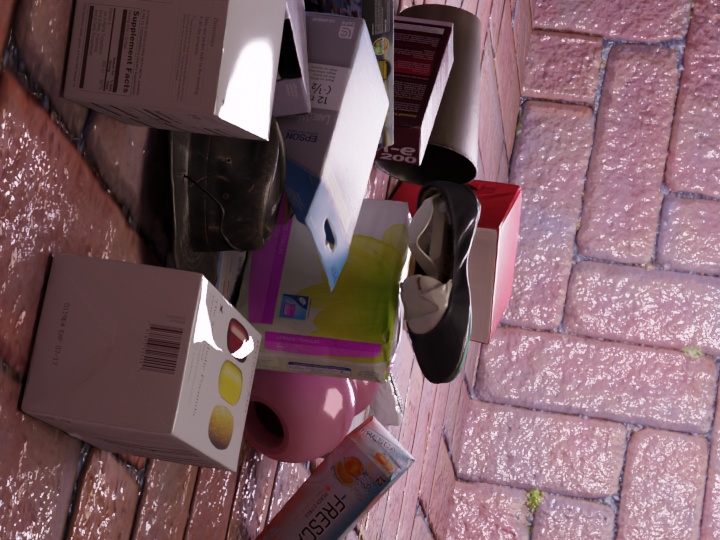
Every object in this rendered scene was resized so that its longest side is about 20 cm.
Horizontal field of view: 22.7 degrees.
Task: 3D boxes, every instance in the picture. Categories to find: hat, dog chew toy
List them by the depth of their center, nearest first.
[{"bbox_3d":[-0.102,-0.077,1.462,0.201,0.080,0.203,-1,90,-79],"label":"hat"},{"bbox_3d":[-0.037,0.102,1.770,0.200,0.124,0.126,-39,140,-44],"label":"dog chew toy"}]

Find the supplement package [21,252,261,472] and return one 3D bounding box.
[{"bbox_3d":[-0.150,0.070,1.283,0.200,0.108,0.115,56,43,-74],"label":"supplement package"}]

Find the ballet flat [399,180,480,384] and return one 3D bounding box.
[{"bbox_3d":[0.066,0.004,1.654,0.073,0.072,0.202,77,20,-62],"label":"ballet flat"}]

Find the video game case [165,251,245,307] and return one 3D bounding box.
[{"bbox_3d":[-0.140,0.051,1.570,0.200,0.018,0.145,-15,112,-79],"label":"video game case"}]

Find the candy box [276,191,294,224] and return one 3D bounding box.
[{"bbox_3d":[-0.069,-0.142,1.694,0.200,0.060,0.138,-59,153,-63],"label":"candy box"}]

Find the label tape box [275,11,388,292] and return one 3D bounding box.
[{"bbox_3d":[-0.036,-0.104,1.584,0.144,0.065,0.202,69,34,-62],"label":"label tape box"}]

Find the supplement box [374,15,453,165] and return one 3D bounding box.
[{"bbox_3d":[0.040,-0.214,2.100,0.201,0.108,0.061,-71,165,-44],"label":"supplement box"}]

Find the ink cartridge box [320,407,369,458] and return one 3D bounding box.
[{"bbox_3d":[-0.043,0.118,1.952,0.200,0.083,0.148,5,93,-79],"label":"ink cartridge box"}]

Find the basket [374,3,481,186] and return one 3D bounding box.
[{"bbox_3d":[0.094,-0.231,2.331,0.180,0.135,0.202,51,44,-69],"label":"basket"}]

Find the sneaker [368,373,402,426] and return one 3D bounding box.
[{"bbox_3d":[-0.021,0.094,2.080,0.078,0.098,0.202,49,23,-80],"label":"sneaker"}]

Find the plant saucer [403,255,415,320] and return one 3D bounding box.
[{"bbox_3d":[0.000,0.000,1.832,0.200,0.199,0.036,-57,168,-66],"label":"plant saucer"}]

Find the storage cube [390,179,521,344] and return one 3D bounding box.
[{"bbox_3d":[0.122,-0.022,2.511,0.180,0.169,0.202,-56,153,-64],"label":"storage cube"}]

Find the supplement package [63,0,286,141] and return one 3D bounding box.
[{"bbox_3d":[-0.119,-0.203,1.256,0.156,0.110,0.202,13,85,-79],"label":"supplement package"}]

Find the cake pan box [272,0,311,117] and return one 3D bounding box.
[{"bbox_3d":[-0.078,-0.251,1.473,0.185,0.052,0.202,74,9,-61],"label":"cake pan box"}]

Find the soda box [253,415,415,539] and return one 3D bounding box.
[{"bbox_3d":[-0.032,0.244,1.865,0.200,0.068,0.063,-50,170,30],"label":"soda box"}]

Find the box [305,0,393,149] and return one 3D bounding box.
[{"bbox_3d":[-0.013,-0.238,1.790,0.137,0.040,0.201,-129,-150,-47],"label":"box"}]

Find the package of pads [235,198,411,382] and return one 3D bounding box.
[{"bbox_3d":[-0.031,0.010,1.686,0.201,0.153,0.069,-82,177,-46],"label":"package of pads"}]
